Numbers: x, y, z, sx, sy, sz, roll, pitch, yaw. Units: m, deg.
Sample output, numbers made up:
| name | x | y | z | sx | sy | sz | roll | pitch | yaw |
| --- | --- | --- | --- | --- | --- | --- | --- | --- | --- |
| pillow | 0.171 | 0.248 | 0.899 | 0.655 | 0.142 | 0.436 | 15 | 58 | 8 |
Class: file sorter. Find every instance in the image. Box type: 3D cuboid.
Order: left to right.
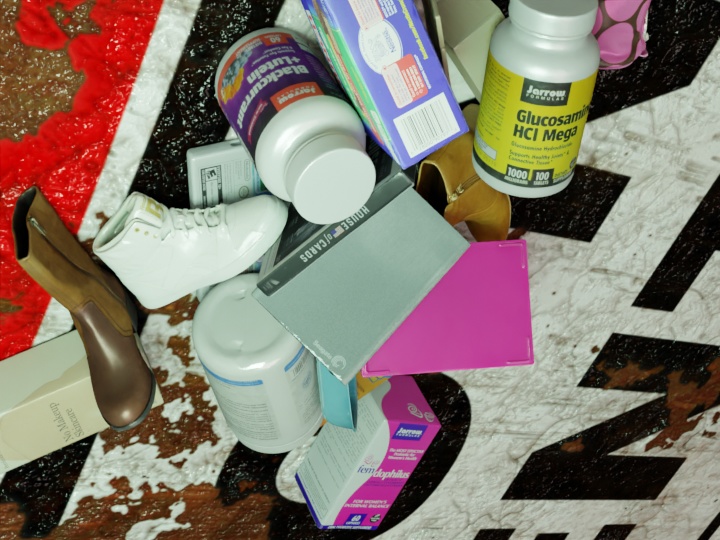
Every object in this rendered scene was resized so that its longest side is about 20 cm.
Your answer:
| name | x | y | z | sx | sy | sz | roll | pitch | yaw |
| --- | --- | --- | --- | --- | --- | --- | --- | --- | --- |
| file sorter | 0.088 | 0.044 | 1.356 | 0.196 | 0.125 | 0.142 | -4 | 88 | -7 |

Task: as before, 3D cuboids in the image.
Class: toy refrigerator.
| name | x | y | z | sx | sy | sz | roll | pitch | yaw |
| --- | --- | --- | --- | --- | --- | --- | --- | --- | --- |
| toy refrigerator | 0.151 | -0.216 | 1.261 | 0.070 | 0.076 | 0.200 | -37 | 136 | 5 |

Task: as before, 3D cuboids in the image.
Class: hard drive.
| name | x | y | z | sx | sy | sz | roll | pitch | yaw |
| --- | --- | --- | --- | --- | --- | --- | --- | --- | --- |
| hard drive | 0.000 | 0.000 | 1.228 | 0.200 | 0.139 | 0.033 | -48 | 178 | -3 |

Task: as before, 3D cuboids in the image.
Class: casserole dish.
| name | x | y | z | sx | sy | sz | roll | pitch | yaw |
| --- | --- | --- | --- | --- | --- | --- | --- | --- | --- |
| casserole dish | -0.030 | 0.090 | 1.347 | 0.038 | 0.121 | 0.204 | -5 | 105 | 4 |

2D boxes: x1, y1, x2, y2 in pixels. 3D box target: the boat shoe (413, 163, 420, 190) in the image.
| name | x | y | z | sx | sy | sz | roll | pitch | yaw |
| --- | --- | --- | --- | --- | --- | --- | --- | --- | --- |
| boat shoe | 0.041 | -0.161 | 1.245 | 0.060 | 0.076 | 0.201 | -27 | 138 | 2 |

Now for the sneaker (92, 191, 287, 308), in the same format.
| name | x | y | z | sx | sy | sz | roll | pitch | yaw |
| --- | --- | --- | --- | --- | --- | --- | --- | --- | --- |
| sneaker | -0.181 | -0.042 | 1.197 | 0.198 | 0.074 | 0.116 | -28 | 132 | 16 |

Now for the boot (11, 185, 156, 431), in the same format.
| name | x | y | z | sx | sy | sz | roll | pitch | yaw |
| --- | --- | --- | --- | --- | --- | --- | --- | --- | --- |
| boot | -0.275 | 0.040 | 1.156 | 0.067 | 0.191 | 0.201 | -16 | 140 | 9 |

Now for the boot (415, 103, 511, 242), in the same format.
| name | x | y | z | sx | sy | sz | roll | pitch | yaw |
| --- | --- | --- | --- | --- | --- | --- | --- | --- | --- |
| boot | 0.110 | -0.073 | 1.320 | 0.144 | 0.070 | 0.204 | -52 | 141 | -41 |

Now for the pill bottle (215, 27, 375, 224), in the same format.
| name | x | y | z | sx | sy | sz | roll | pitch | yaw |
| --- | --- | --- | --- | --- | --- | --- | --- | --- | --- |
| pill bottle | -0.061 | -0.137 | 1.114 | 0.110 | 0.201 | 0.113 | -16 | 135 | -17 |

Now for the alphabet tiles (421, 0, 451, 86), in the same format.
| name | x | y | z | sx | sy | sz | roll | pitch | yaw |
| --- | --- | --- | --- | --- | --- | --- | --- | --- | --- |
| alphabet tiles | 0.064 | -0.253 | 1.090 | 0.006 | 0.202 | 0.168 | -12 | 136 | 3 |

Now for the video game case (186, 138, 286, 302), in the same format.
| name | x | y | z | sx | sy | sz | roll | pitch | yaw |
| --- | --- | --- | --- | --- | --- | --- | --- | --- | --- |
| video game case | -0.100 | -0.064 | 1.287 | 0.179 | 0.024 | 0.202 | -15 | 133 | -20 |

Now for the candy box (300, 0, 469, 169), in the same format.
| name | x | y | z | sx | sy | sz | roll | pitch | yaw |
| --- | --- | --- | --- | --- | --- | --- | --- | --- | --- |
| candy box | 0.011 | -0.204 | 1.065 | 0.076 | 0.200 | 0.171 | -27 | 111 | -1 |

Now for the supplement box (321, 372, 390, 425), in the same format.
| name | x | y | z | sx | sy | sz | roll | pitch | yaw |
| --- | --- | --- | --- | --- | --- | --- | --- | --- | --- |
| supplement box | -0.004 | 0.112 | 1.468 | 0.199 | 0.069 | 0.067 | -37 | 139 | 1 |

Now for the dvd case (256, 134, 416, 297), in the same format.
| name | x | y | z | sx | sy | sz | roll | pitch | yaw |
| --- | --- | --- | --- | --- | --- | --- | --- | --- | --- |
| dvd case | -0.020 | -0.074 | 1.169 | 0.199 | 0.151 | 0.025 | -38 | 113 | 27 |

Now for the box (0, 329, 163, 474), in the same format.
| name | x | y | z | sx | sy | sz | roll | pitch | yaw |
| --- | --- | --- | --- | --- | --- | --- | --- | --- | --- |
| box | -0.329 | 0.133 | 1.285 | 0.197 | 0.078 | 0.096 | -24 | 137 | -10 |

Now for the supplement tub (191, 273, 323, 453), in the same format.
| name | x | y | z | sx | sy | sz | roll | pitch | yaw |
| --- | --- | --- | --- | --- | --- | --- | --- | --- | --- |
| supplement tub | -0.112 | 0.109 | 1.336 | 0.130 | 0.133 | 0.201 | -23 | 146 | -10 |

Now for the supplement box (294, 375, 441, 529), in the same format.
| name | x | y | z | sx | sy | sz | roll | pitch | yaw |
| --- | --- | --- | --- | --- | --- | --- | --- | --- | --- |
| supplement box | 0.007 | 0.244 | 1.567 | 0.100 | 0.104 | 0.202 | 9 | 121 | -34 |

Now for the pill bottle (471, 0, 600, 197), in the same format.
| name | x | y | z | sx | sy | sz | roll | pitch | yaw |
| --- | --- | --- | --- | --- | --- | --- | --- | --- | --- |
| pill bottle | 0.178 | -0.184 | 1.168 | 0.111 | 0.113 | 0.202 | -13 | 133 | -20 |

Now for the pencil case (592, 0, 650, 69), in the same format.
| name | x | y | z | sx | sy | sz | roll | pitch | yaw |
| --- | --- | --- | --- | --- | --- | --- | --- | --- | --- |
| pencil case | 0.282 | -0.320 | 1.240 | 0.092 | 0.091 | 0.202 | 11 | 133 | 6 |
